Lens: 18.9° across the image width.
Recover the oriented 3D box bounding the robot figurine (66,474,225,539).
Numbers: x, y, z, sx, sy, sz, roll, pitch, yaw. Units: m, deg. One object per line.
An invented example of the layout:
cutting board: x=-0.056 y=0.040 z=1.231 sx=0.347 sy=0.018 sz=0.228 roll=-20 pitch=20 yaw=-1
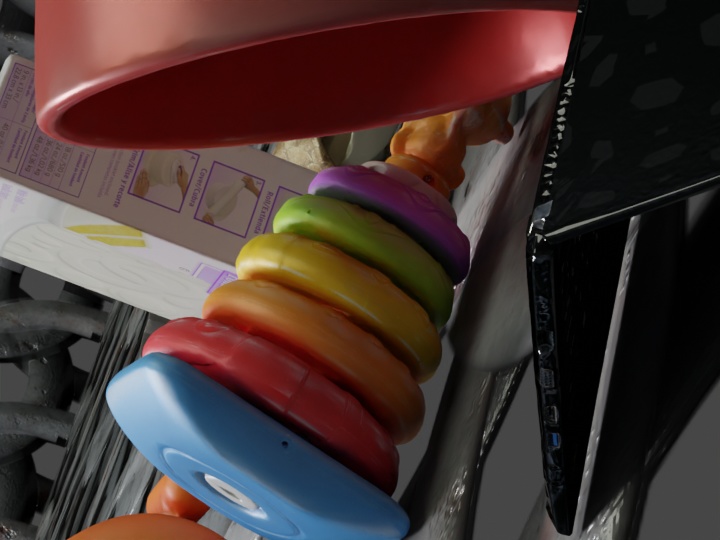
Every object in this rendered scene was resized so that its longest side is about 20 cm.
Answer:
robot figurine: x=-0.098 y=0.167 z=0.928 sx=0.144 sy=0.117 sz=0.200 roll=-35 pitch=-2 yaw=-17

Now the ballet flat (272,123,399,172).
ballet flat: x=0.009 y=-0.114 z=1.162 sx=0.065 sy=0.070 sz=0.201 roll=-10 pitch=58 yaw=49

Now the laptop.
laptop: x=0.104 y=-0.053 z=0.529 sx=0.201 sy=0.103 sz=0.178 roll=79 pitch=-158 yaw=-53

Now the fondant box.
fondant box: x=-0.085 y=-0.020 z=1.003 sx=0.144 sy=0.199 sz=0.059 roll=139 pitch=149 yaw=-72

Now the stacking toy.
stacking toy: x=0.000 y=0.000 z=0.817 sx=0.201 sy=0.116 sz=0.110 roll=-60 pitch=8 yaw=-17

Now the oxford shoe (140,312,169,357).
oxford shoe: x=-0.123 y=0.006 z=1.649 sx=0.200 sy=0.071 sz=0.072 roll=121 pitch=173 yaw=-54

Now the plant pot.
plant pot: x=-0.021 y=-0.147 z=0.726 sx=0.200 sy=0.199 sz=0.179 roll=146 pitch=116 yaw=-76
